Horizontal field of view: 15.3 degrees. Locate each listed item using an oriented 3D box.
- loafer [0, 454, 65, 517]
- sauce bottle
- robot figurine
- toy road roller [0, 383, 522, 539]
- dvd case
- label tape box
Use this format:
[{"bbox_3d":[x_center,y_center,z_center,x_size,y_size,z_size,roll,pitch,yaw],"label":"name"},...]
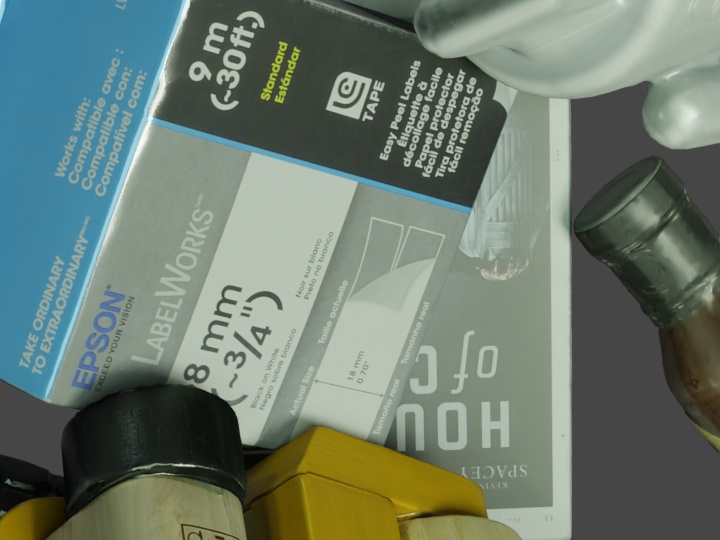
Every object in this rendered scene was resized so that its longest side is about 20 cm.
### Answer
[{"bbox_3d":[-0.166,0.099,0.929,0.200,0.068,0.071,12,134,-10],"label":"loafer"},{"bbox_3d":[0.152,0.046,0.944,0.065,0.065,0.200,-39,100,3],"label":"sauce bottle"},{"bbox_3d":[0.093,-0.120,0.857,0.200,0.113,0.170,-21,95,-46],"label":"robot figurine"},{"bbox_3d":[-0.046,0.132,0.858,0.199,0.123,0.146,20,137,-39],"label":"toy road roller"},{"bbox_3d":[0.000,0.000,0.941,0.149,0.025,0.201,-2,100,-4],"label":"dvd case"},{"bbox_3d":[-0.062,-0.027,0.843,0.199,0.063,0.145,14,101,-37],"label":"label tape box"}]
